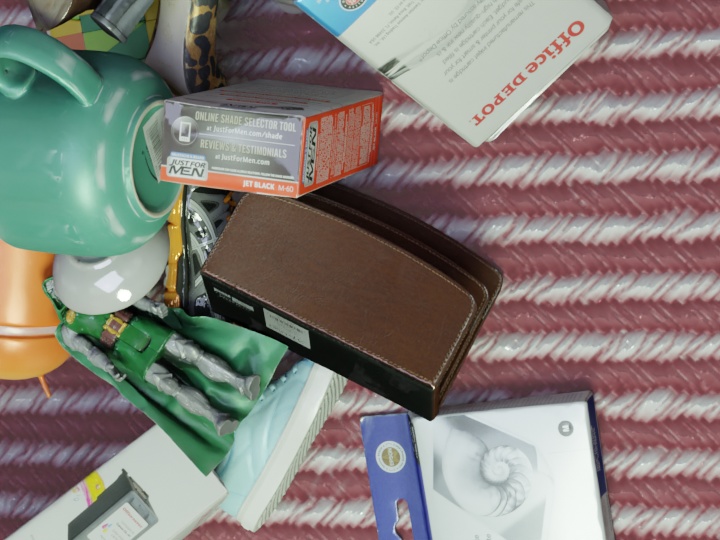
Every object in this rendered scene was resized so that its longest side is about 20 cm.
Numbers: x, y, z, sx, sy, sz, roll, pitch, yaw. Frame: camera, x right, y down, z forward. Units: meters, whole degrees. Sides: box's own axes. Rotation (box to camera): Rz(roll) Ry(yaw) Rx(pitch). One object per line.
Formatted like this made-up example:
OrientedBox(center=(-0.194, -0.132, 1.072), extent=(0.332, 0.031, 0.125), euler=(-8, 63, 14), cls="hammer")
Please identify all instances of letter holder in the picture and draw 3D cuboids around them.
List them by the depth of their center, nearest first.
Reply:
OrientedBox(center=(0.000, 0.000, 1.521), extent=(0.199, 0.101, 0.143), euler=(26, 74, 10), cls="letter holder")

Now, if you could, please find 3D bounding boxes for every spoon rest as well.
OrientedBox(center=(-0.195, -0.053, 1.574), extent=(0.099, 0.061, 0.201), euler=(-9, 60, 16), cls="spoon rest")

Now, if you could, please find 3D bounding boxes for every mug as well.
OrientedBox(center=(-0.203, -0.088, 1.450), extent=(0.114, 0.185, 0.153), euler=(6, 87, 22), cls="mug")

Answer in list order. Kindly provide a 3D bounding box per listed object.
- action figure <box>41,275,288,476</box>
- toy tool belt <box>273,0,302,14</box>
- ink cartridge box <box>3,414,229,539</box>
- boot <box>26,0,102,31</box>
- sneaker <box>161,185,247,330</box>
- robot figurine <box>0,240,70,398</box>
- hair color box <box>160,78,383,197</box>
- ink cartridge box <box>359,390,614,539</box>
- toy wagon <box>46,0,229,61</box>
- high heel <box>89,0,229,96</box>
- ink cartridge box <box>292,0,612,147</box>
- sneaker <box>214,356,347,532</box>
OrientedBox(center=(-0.170, 0.059, 1.547), extent=(0.199, 0.055, 0.118), euler=(29, 77, 19), cls="action figure")
OrientedBox(center=(-0.055, -0.309, 1.523), extent=(0.123, 0.125, 0.201), euler=(-33, 92, -15), cls="toy tool belt")
OrientedBox(center=(-0.214, 0.217, 1.581), extent=(0.200, 0.148, 0.086), euler=(-38, 86, -19), cls="ink cartridge box")
OrientedBox(center=(-0.198, -0.275, 1.472), extent=(0.064, 0.200, 0.188), euler=(6, 100, 15), cls="boot")
OrientedBox(center=(-0.119, -0.020, 1.603), extent=(0.077, 0.078, 0.201), euler=(3, 103, 2), cls="sneaker")
OrientedBox(center=(-0.286, 0.002, 1.631), extent=(0.143, 0.116, 0.201), euler=(0, 102, -27), cls="robot figurine")
OrientedBox(center=(-0.064, -0.103, 1.499), extent=(0.110, 0.200, 0.064), euler=(8, 101, 16), cls="hair color box")
OrientedBox(center=(0.101, 0.205, 1.580), extent=(0.199, 0.041, 0.201), euler=(-8, 96, 18), cls="ink cartridge box")
OrientedBox(center=(-0.164, -0.235, 1.594), extent=(0.199, 0.040, 0.156), euler=(-8, 96, 19), cls="toy wagon")
OrientedBox(center=(-0.113, -0.203, 1.525), extent=(0.071, 0.200, 0.143), euler=(34, 85, 31), cls="high heel")
OrientedBox(center=(0.064, -0.208, 1.453), extent=(0.146, 0.085, 0.200), euler=(-42, 124, 19), cls="ink cartridge box")
OrientedBox(center=(-0.073, 0.114, 1.603), extent=(0.082, 0.074, 0.201), euler=(31, 105, 8), cls="sneaker")
